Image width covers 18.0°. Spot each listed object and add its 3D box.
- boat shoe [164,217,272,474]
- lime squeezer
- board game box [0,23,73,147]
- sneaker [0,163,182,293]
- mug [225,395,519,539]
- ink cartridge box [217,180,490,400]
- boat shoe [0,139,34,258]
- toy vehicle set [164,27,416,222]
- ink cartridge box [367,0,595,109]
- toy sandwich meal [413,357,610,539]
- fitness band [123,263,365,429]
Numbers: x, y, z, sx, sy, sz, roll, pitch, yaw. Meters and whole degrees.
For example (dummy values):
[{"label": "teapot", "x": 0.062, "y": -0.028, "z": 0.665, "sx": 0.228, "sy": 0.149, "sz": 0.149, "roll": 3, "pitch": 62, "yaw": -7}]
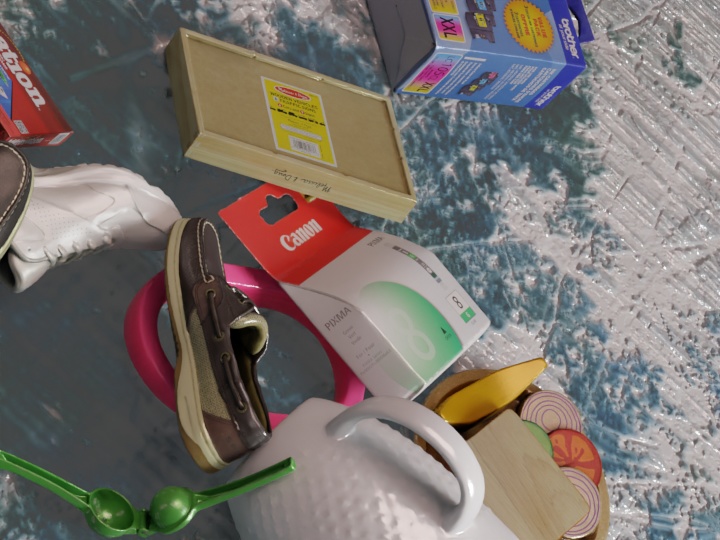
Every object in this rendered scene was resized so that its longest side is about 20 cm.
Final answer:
[{"label": "boat shoe", "x": -0.095, "y": 0.047, "z": 1.597, "sx": 0.073, "sy": 0.065, "sz": 0.200, "roll": 53, "pitch": 24, "yaw": -57}, {"label": "lime squeezer", "x": -0.145, "y": 0.149, "z": 1.544, "sx": 0.200, "sy": 0.071, "sz": 0.038, "roll": 2, "pitch": 25, "yaw": -4}, {"label": "board game box", "x": -0.292, "y": -0.175, "z": 1.667, "sx": 0.200, "sy": 0.019, "sz": 0.103, "roll": 55, "pitch": 18, "yaw": 7}, {"label": "sneaker", "x": -0.223, "y": -0.026, "z": 1.621, "sx": 0.200, "sy": 0.078, "sz": 0.100, "roll": 9, "pitch": 63, "yaw": -21}, {"label": "mug", "x": 0.010, "y": 0.165, "z": 1.571, "sx": 0.175, "sy": 0.200, "sz": 0.148, "roll": 43, "pitch": 42, "yaw": 7}, {"label": "ink cartridge box", "x": 0.000, "y": 0.000, "z": 1.748, "sx": 0.200, "sy": 0.050, "sz": 0.161, "roll": 51, "pitch": 27, "yaw": 1}, {"label": "boat shoe", "x": -0.287, "y": -0.013, "z": 1.517, "sx": 0.072, "sy": 0.066, "sz": 0.201, "roll": 42, "pitch": 69, "yaw": -2}, {"label": "toy vehicle set", "x": -0.055, "y": -0.115, "z": 1.808, "sx": 0.200, "sy": 0.027, "sz": 0.124, "roll": 17, "pitch": 40, "yaw": -28}, {"label": "ink cartridge box", "x": 0.110, "y": -0.220, "z": 1.987, "sx": 0.200, "sy": 0.076, "sz": 0.137, "roll": 4, "pitch": 60, "yaw": -36}, {"label": "toy sandwich meal", "x": 0.124, "y": 0.153, "z": 1.752, "sx": 0.205, "sy": 0.070, "sz": 0.205, "roll": 19, "pitch": 52, "yaw": -26}, {"label": "fitness band", "x": -0.082, "y": 0.063, "z": 1.683, "sx": 0.200, "sy": 0.037, "sz": 0.144, "roll": 10, "pitch": 56, "yaw": -33}]
